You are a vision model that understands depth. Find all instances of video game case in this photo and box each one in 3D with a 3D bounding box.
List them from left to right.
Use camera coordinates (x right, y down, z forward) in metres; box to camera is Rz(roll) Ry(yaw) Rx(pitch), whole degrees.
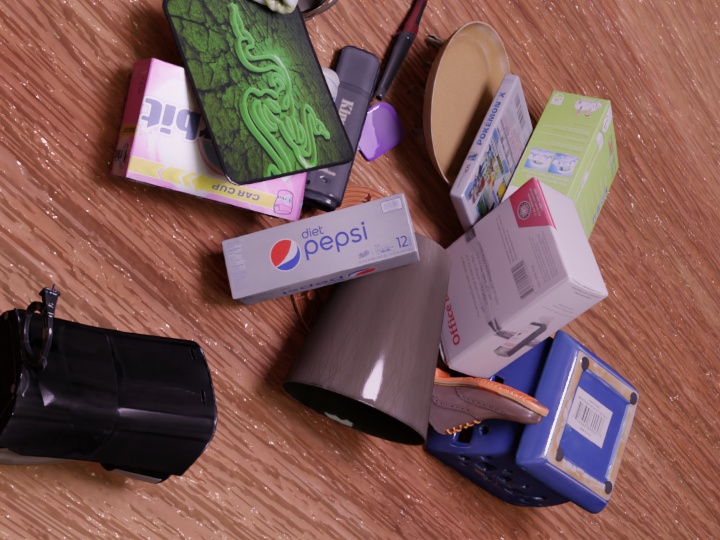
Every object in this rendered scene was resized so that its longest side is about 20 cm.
[{"bbox_3d":[0.178,-0.114,1.254,0.184,0.022,0.201,-63,150,-21],"label":"video game case"}]

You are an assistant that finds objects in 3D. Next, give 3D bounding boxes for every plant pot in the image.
[{"bbox_3d":[0.128,-0.198,1.198,0.199,0.027,0.204,-19,113,-52],"label":"plant pot"},{"bbox_3d":[0.227,0.184,1.243,0.199,0.178,0.203,35,70,-33],"label":"plant pot"}]

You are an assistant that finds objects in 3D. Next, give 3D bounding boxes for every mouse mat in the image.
[{"bbox_3d":[-0.098,-0.188,0.978,0.159,0.007,0.203,-16,82,-38],"label":"mouse mat"}]

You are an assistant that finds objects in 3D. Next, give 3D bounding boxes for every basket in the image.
[{"bbox_3d":[0.023,0.066,1.091,0.179,0.135,0.203,29,68,-24],"label":"basket"}]

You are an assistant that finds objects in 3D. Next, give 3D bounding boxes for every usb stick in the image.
[{"bbox_3d":[-0.023,-0.165,1.124,0.055,0.033,0.204,21,70,-16],"label":"usb stick"}]

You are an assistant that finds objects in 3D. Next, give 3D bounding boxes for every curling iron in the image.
[{"bbox_3d":[0.050,-0.295,1.203,0.049,0.025,0.203,34,68,-40],"label":"curling iron"}]

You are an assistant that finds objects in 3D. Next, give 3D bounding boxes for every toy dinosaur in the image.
[{"bbox_3d":[0.116,-0.196,1.236,0.100,0.058,0.204,-26,106,-37],"label":"toy dinosaur"}]

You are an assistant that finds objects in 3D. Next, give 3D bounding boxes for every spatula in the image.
[{"bbox_3d":[-0.022,-0.126,1.146,0.200,0.020,0.057,-44,115,-30],"label":"spatula"}]

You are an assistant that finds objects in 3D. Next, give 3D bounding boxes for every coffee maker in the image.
[{"bbox_3d":[-0.229,0.113,0.872,0.198,0.191,0.137,13,65,-39],"label":"coffee maker"}]

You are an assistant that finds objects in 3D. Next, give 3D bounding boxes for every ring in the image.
[{"bbox_3d":[0.000,0.000,1.165,0.198,0.019,0.205,0,89,-40],"label":"ring"}]

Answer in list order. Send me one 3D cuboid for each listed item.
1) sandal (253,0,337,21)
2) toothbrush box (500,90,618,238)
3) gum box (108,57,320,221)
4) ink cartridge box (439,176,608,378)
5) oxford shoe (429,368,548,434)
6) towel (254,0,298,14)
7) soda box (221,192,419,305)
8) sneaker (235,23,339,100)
[{"bbox_3d":[-0.059,-0.321,1.082,0.200,0.054,0.083,-45,116,-47],"label":"sandal"},{"bbox_3d":[0.266,-0.110,1.304,0.202,0.085,0.146,-64,151,-21],"label":"toothbrush box"},{"bbox_3d":[-0.140,-0.127,0.997,0.197,0.066,0.116,13,90,-29],"label":"gum box"},{"bbox_3d":[0.176,0.014,1.166,0.084,0.199,0.148,20,44,-39],"label":"ink cartridge box"},{"bbox_3d":[0.125,0.161,1.158,0.071,0.197,0.074,24,78,-55],"label":"oxford shoe"},{"bbox_3d":[-0.133,-0.375,1.007,0.198,0.048,0.174,29,55,-22],"label":"towel"},{"bbox_3d":[-0.040,-0.020,1.025,0.196,0.068,0.065,-15,81,4],"label":"soda box"},{"bbox_3d":[-0.109,-0.212,1.050,0.197,0.072,0.074,20,89,-32],"label":"sneaker"}]
